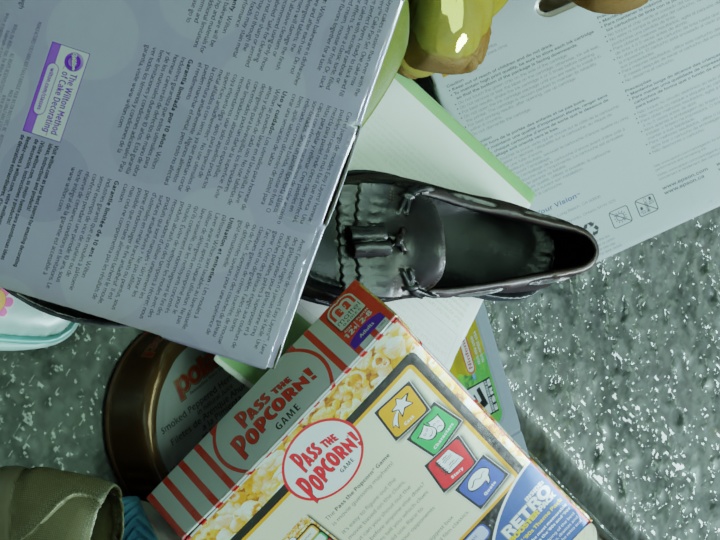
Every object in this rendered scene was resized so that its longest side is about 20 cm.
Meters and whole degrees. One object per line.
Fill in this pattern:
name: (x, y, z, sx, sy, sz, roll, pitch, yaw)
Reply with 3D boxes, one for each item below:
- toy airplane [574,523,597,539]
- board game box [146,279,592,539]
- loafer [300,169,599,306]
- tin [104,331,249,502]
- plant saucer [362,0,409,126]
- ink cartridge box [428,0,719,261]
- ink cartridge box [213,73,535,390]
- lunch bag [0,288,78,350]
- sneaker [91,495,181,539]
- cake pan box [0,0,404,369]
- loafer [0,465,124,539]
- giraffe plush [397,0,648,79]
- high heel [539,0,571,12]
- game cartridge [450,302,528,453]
toy airplane: (0.100, 0.264, 1.266, 0.199, 0.141, 0.200, -31, 107, -38)
board game box: (0.010, 0.122, 1.162, 0.152, 0.046, 0.200, -46, 129, -4)
loafer: (0.038, -0.017, 1.177, 0.200, 0.063, 0.072, 2, 85, -39)
tin: (-0.061, 0.117, 1.204, 0.112, 0.042, 0.200, -40, 113, -40)
plant saucer: (-0.039, -0.069, 1.125, 0.031, 0.200, 0.200, 40, 61, -15)
ink cartridge box: (0.146, -0.108, 1.303, 0.196, 0.043, 0.200, -24, 121, 3)
ink cartridge box: (0.000, 0.000, 1.215, 0.145, 0.048, 0.200, 40, 66, -31)
lunch bag: (-0.218, -0.037, 1.048, 0.200, 0.077, 0.161, 8, 87, -39)
sneaker: (-0.091, 0.207, 1.155, 0.081, 0.076, 0.200, -31, 106, -60)
cake pan box: (-0.095, -0.069, 0.985, 0.184, 0.052, 0.200, 16, 102, -12)
loafer: (-0.135, 0.187, 1.079, 0.076, 0.067, 0.200, 16, 62, -74)
giraffe plush: (0.098, -0.192, 1.172, 0.162, 0.173, 0.200, 3, 127, -19)
high heel: (0.111, -0.166, 1.304, 0.200, 0.143, 0.071, -18, 137, -44)
game cartridge: (0.023, 0.061, 1.283, 0.133, 0.040, 0.200, -26, 104, -36)
